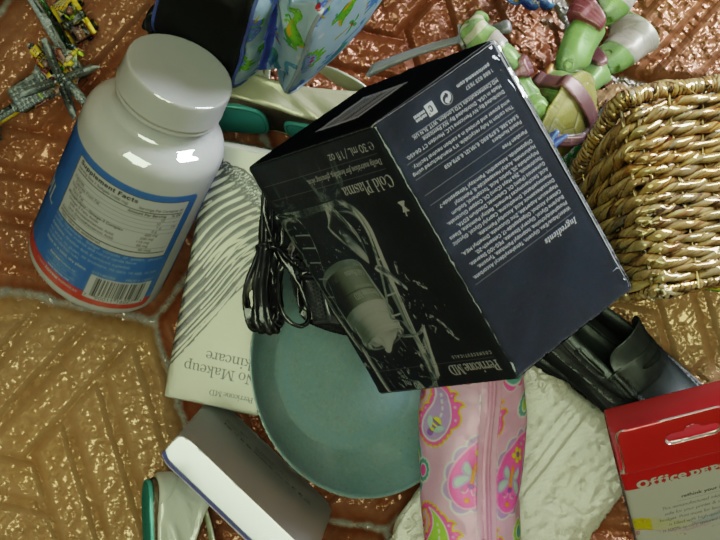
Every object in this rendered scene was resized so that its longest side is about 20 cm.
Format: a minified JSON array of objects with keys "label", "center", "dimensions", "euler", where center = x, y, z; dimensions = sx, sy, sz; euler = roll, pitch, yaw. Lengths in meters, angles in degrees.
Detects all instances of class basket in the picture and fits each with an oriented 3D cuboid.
[{"label":"basket","center":[0.240,-0.061,1.639],"dimensions":[0.199,0.143,0.150],"euler":[-11,91,-26]}]

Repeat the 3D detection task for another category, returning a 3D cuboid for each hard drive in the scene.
[{"label":"hard drive","center":[-0.081,0.159,1.706],"dimensions":[0.132,0.200,0.025],"euler":[44,96,-1]}]

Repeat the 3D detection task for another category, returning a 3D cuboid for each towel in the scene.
[{"label":"towel","center":[0.121,0.178,1.781],"dimensions":[0.132,0.034,0.200],"euler":[38,94,-2]}]

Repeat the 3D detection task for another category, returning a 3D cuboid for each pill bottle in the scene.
[{"label":"pill bottle","center":[-0.166,-0.074,1.696],"dimensions":[0.112,0.112,0.200],"euler":[29,126,0]}]

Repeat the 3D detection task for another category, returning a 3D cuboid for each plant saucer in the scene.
[{"label":"plant saucer","center":[-0.005,0.073,1.745],"dimensions":[0.200,0.039,0.202],"euler":[4,82,-32]}]

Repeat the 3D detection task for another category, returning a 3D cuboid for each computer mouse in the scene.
[{"label":"computer mouse","center":[0.000,0.000,1.705],"dimensions":[0.199,0.053,0.139],"euler":[15,76,-26]}]

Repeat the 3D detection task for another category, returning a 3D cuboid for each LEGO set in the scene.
[{"label":"LEGO set","center":[-0.302,-0.156,1.733],"dimensions":[0.199,0.116,0.155],"euler":[-23,93,4]}]

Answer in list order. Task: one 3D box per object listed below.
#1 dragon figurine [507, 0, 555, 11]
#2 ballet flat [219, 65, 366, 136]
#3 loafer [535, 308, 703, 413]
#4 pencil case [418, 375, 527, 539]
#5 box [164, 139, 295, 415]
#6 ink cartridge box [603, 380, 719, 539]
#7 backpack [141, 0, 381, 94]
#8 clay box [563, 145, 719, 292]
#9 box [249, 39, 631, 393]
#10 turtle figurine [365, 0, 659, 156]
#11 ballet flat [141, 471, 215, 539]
[{"label":"dragon figurine","center":[0.083,-0.280,1.733],"dimensions":[0.200,0.059,0.100],"euler":[38,95,-2]},{"label":"ballet flat","center":[-0.061,-0.133,1.757],"dimensions":[0.199,0.069,0.070],"euler":[13,95,0]},{"label":"loafer","center":[0.199,0.070,1.743],"dimensions":[0.200,0.068,0.071],"euler":[33,135,2]},{"label":"pencil case","center":[0.085,0.157,1.721],"dimensions":[0.087,0.087,0.201],"euler":[1,92,3]},{"label":"box","center":[-0.092,0.004,1.760],"dimensions":[0.082,0.068,0.201],"euler":[10,95,3]},{"label":"ink cartridge box","center":[0.251,0.150,1.700],"dimensions":[0.115,0.067,0.201],"euler":[-14,133,4]},{"label":"backpack","center":[-0.046,-0.240,1.676],"dimensions":[0.147,0.183,0.200],"euler":[34,70,4]},{"label":"clay box","center":[0.244,-0.045,1.748],"dimensions":[0.199,0.048,0.116],"euler":[7,93,1]},{"label":"box","center":[0.053,-0.032,1.593],"dimensions":[0.124,0.200,0.197],"euler":[-37,101,-26]},{"label":"turtle figurine","center":[0.121,-0.151,1.701],"dimensions":[0.194,0.200,0.144],"euler":[-46,113,-21]},{"label":"ballet flat","center":[-0.142,0.258,1.791],"dimensions":[0.069,0.069,0.201],"euler":[4,94,3]}]
